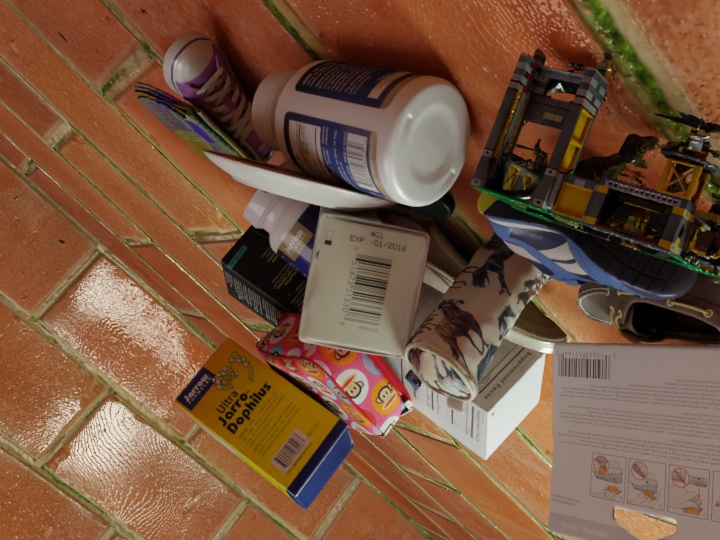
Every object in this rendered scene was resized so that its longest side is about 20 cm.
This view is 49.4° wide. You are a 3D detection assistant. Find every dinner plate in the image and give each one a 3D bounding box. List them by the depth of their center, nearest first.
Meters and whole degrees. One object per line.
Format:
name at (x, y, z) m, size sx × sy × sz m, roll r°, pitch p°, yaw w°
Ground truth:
dinner plate at (-0.060, -0.085, 0.773) m, size 0.200 × 0.024 × 0.200 m, roll 16°, pitch -172°, yaw -2°

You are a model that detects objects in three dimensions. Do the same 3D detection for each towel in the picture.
towel at (-0.195, -0.164, 0.955) m, size 0.200 × 0.023 × 0.144 m, roll 32°, pitch 170°, yaw 50°

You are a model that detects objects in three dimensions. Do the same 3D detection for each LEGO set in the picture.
LEGO set at (0.183, -0.082, 0.550) m, size 0.154 × 0.116 × 0.200 m, roll 15°, pitch -172°, yaw -46°

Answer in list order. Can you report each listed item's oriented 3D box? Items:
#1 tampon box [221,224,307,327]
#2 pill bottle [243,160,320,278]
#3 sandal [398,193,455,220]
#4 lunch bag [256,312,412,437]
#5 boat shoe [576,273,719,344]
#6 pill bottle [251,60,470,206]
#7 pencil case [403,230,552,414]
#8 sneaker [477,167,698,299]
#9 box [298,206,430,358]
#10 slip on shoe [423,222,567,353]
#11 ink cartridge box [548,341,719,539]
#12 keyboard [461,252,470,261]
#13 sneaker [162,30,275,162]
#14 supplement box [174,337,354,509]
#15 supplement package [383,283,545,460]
tampon box at (-0.074, 0.012, 1.126) m, size 0.200 × 0.150 × 0.126 m, roll 35°, pitch 160°, yaw 9°
pill bottle at (-0.042, -0.043, 0.992) m, size 0.200 × 0.116 × 0.116 m, roll 38°, pitch 162°, yaw 1°
sandal at (0.013, -0.112, 0.858) m, size 0.200 × 0.045 × 0.075 m, roll 22°, pitch 165°, yaw 5°
lunch bag at (-0.030, 0.139, 0.987) m, size 0.176 × 0.082 × 0.200 m, roll 52°, pitch 157°, yaw -23°
boat shoe at (0.258, 0.032, 0.693) m, size 0.072 × 0.060 × 0.200 m, roll 45°, pitch 161°, yaw -18°
pill bottle at (-0.008, -0.134, 0.723) m, size 0.200 × 0.111 × 0.111 m, roll 22°, pitch 156°, yaw 41°
pencil case at (0.122, 0.040, 0.771) m, size 0.078 × 0.200 × 0.090 m, roll 16°, pitch 140°, yaw 34°
sneaker at (0.195, -0.025, 0.669) m, size 0.200 × 0.074 × 0.082 m, roll 32°, pitch 164°, yaw 41°
box at (0.000, 0.000, 0.830) m, size 0.109 × 0.128 × 0.200 m, roll 10°, pitch -170°, yaw -3°
slip on shoe at (0.145, 0.018, 0.866) m, size 0.200 × 0.061 × 0.076 m, roll 35°, pitch -158°, yaw 23°
ink cartridge box at (0.255, 0.152, 0.670) m, size 0.045 × 0.177 × 0.200 m, roll 8°, pitch 172°, yaw -38°
keyboard at (0.134, 0.041, 0.999) m, size 0.104 × 0.040 × 0.200 m, roll 44°, pitch 155°, yaw 11°
sneaker at (-0.145, -0.190, 0.904) m, size 0.114 × 0.073 × 0.200 m, roll 40°, pitch 174°, yaw 20°
supplement box at (-0.120, 0.197, 1.010) m, size 0.200 × 0.110 × 0.109 m, roll 33°, pitch 162°, yaw 17°
supplement package at (0.109, 0.113, 0.957) m, size 0.200 × 0.114 × 0.110 m, roll 34°, pitch 150°, yaw 31°
